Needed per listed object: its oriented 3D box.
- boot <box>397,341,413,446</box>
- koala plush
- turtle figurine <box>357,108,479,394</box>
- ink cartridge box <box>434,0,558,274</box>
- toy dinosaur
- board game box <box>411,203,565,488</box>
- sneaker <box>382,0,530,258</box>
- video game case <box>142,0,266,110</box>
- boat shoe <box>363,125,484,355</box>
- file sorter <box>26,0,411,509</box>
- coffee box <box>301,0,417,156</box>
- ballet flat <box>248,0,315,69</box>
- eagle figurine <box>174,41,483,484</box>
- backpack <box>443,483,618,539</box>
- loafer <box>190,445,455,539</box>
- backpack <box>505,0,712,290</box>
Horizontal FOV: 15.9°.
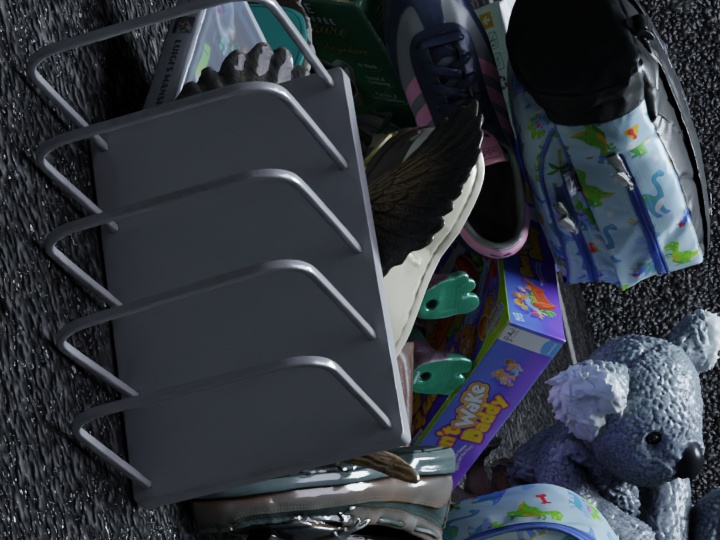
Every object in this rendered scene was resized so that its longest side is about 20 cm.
[{"bbox_3d":[0.006,0.119,1.573,0.187,0.064,0.201,94,2,-66],"label":"boot"},{"bbox_3d":[0.195,0.128,1.913,0.184,0.177,0.201,42,-41,37],"label":"koala plush"},{"bbox_3d":[0.013,-0.011,1.768,0.200,0.100,0.150,56,-12,45],"label":"turtle figurine"},{"bbox_3d":[0.064,-0.079,1.891,0.043,0.200,0.199,-13,87,-49],"label":"ink cartridge box"},{"bbox_3d":[0.077,0.204,1.931,0.200,0.086,0.136,-124,-153,-71],"label":"toy dinosaur"},{"bbox_3d":[0.070,0.063,1.810,0.200,0.045,0.135,-57,-157,36],"label":"board game box"},{"bbox_3d":[0.071,-0.102,1.693,0.082,0.070,0.201,-135,-156,-73],"label":"sneaker"},{"bbox_3d":[-0.074,-0.045,1.445,0.200,0.023,0.182,63,34,-50],"label":"video game case"},{"bbox_3d":[0.000,0.000,1.542,0.072,0.200,0.059,37,-12,-32],"label":"boat shoe"},{"bbox_3d":[-0.073,-0.011,1.231,0.125,0.138,0.201,48,30,-64],"label":"file sorter"},{"bbox_3d":[0.004,-0.140,1.791,0.044,0.123,0.200,-57,136,-22],"label":"coffee box"},{"bbox_3d":[-0.067,-0.157,1.665,0.200,0.072,0.072,-93,165,-44],"label":"ballet flat"},{"bbox_3d":[-0.032,-0.004,1.338,0.151,0.151,0.201,-125,-137,-63],"label":"eagle figurine"},{"bbox_3d":[0.115,0.258,1.763,0.147,0.182,0.201,-74,143,-72],"label":"backpack"},{"bbox_3d":[-0.013,0.133,1.399,0.200,0.072,0.063,-4,90,-50],"label":"loafer"},{"bbox_3d":[0.167,-0.082,1.728,0.200,0.154,0.163,48,16,-35],"label":"backpack"}]
